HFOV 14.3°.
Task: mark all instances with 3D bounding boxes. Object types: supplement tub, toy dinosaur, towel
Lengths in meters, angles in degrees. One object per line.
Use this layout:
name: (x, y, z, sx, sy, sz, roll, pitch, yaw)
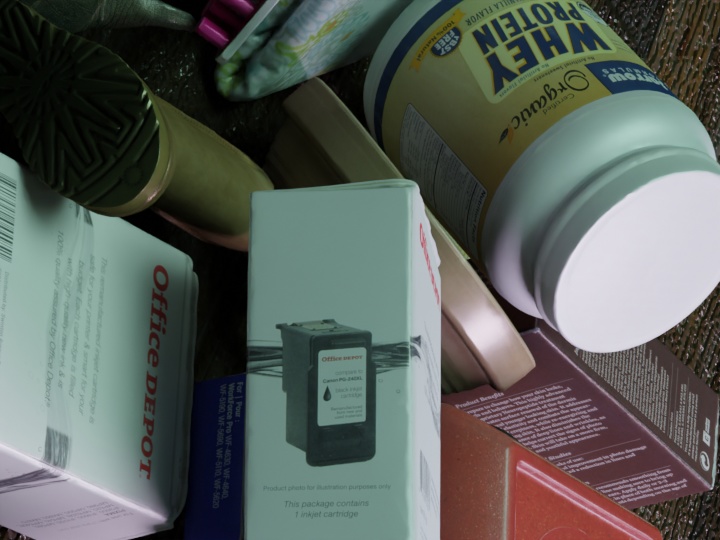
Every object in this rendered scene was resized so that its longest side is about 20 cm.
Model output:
supplement tub: (0.107, -0.064, 1.599, 0.144, 0.145, 0.200, 24, 21, -48)
toy dinosaur: (-0.158, -0.163, 1.462, 0.077, 0.102, 0.200, 56, 13, 28)
towel: (0.018, -0.181, 1.613, 0.048, 0.200, 0.171, 50, 33, 11)

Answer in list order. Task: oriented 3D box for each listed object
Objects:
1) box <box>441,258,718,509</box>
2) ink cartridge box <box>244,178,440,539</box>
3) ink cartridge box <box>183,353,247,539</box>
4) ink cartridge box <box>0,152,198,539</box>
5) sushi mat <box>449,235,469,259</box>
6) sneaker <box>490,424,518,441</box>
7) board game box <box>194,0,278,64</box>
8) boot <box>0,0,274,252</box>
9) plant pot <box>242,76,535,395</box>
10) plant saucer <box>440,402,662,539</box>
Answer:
box: (0.124, 0.068, 1.738, 0.200, 0.100, 0.075, 40, 46, -40)
ink cartridge box: (-0.006, 0.074, 1.373, 0.145, 0.083, 0.201, 71, 18, -71)
ink cartridge box: (-0.058, 0.121, 1.435, 0.200, 0.039, 0.100, 76, 15, -64)
ink cartridge box: (-0.172, 0.032, 1.353, 0.200, 0.085, 0.146, 29, 54, -44)
sushi mat: (0.083, -0.076, 1.815, 0.096, 0.012, 0.200, 55, 39, -24)
sneaker: (0.076, 0.190, 1.648, 0.087, 0.074, 0.201, -15, 90, -50)
board game box: (-0.012, -0.224, 1.548, 0.026, 0.200, 0.200, 37, 24, -13)
boot: (-0.098, -0.055, 1.422, 0.175, 0.066, 0.200, 47, 7, 38)
plant pot: (0.000, 0.000, 1.563, 0.201, 0.093, 0.201, 53, -2, 3)
plant saucer: (0.105, 0.190, 1.504, 0.199, 0.037, 0.201, 32, 53, -46)
